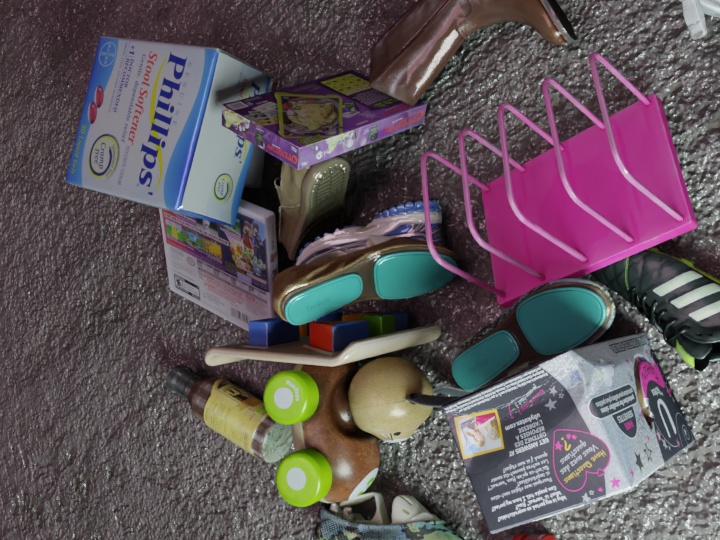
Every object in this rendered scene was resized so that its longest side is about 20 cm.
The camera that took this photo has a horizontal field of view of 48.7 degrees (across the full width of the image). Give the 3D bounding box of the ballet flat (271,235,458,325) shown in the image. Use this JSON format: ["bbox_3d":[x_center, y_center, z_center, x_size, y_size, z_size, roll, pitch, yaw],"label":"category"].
[{"bbox_3d":[0.000,0.000,0.819,0.072,0.199,0.068,-125,23,-48],"label":"ballet flat"}]

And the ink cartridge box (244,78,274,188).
[{"bbox_3d":[-0.221,-0.195,1.055,0.199,0.083,0.146,13,98,34],"label":"ink cartridge box"}]

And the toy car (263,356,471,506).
[{"bbox_3d":[0.027,0.157,0.842,0.199,0.164,0.159,-13,82,22],"label":"toy car"}]

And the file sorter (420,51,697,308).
[{"bbox_3d":[0.167,-0.080,0.720,0.199,0.125,0.140,-28,53,37],"label":"file sorter"}]

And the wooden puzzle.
[{"bbox_3d":[-0.040,0.069,0.861,0.199,0.185,0.047,-6,90,35],"label":"wooden puzzle"}]

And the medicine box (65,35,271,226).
[{"bbox_3d":[-0.227,-0.165,0.935,0.199,0.103,0.184,14,91,32],"label":"medicine box"}]

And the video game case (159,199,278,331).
[{"bbox_3d":[-0.181,-0.020,1.015,0.199,0.023,0.183,24,129,32],"label":"video game case"}]

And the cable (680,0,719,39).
[{"bbox_3d":[0.332,-0.308,0.651,0.199,0.069,0.201,-24,89,20],"label":"cable"}]

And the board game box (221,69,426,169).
[{"bbox_3d":[-0.036,-0.168,0.857,0.120,0.199,0.032,29,129,34],"label":"board game box"}]

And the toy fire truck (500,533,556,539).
[{"bbox_3d":[0.147,0.372,0.809,0.140,0.049,0.202,-14,81,35],"label":"toy fire truck"}]

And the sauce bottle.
[{"bbox_3d":[-0.175,0.178,1.030,0.199,0.065,0.065,23,102,32],"label":"sauce bottle"}]

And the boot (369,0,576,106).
[{"bbox_3d":[0.104,-0.232,0.832,0.200,0.064,0.187,-43,53,21],"label":"boot"}]

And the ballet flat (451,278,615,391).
[{"bbox_3d":[0.171,0.058,0.772,0.200,0.074,0.075,-33,71,43],"label":"ballet flat"}]

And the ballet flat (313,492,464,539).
[{"bbox_3d":[0.029,0.280,0.877,0.199,0.074,0.075,-9,84,31],"label":"ballet flat"}]

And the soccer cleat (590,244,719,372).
[{"bbox_3d":[0.283,0.036,0.697,0.199,0.068,0.081,25,73,32],"label":"soccer cleat"}]

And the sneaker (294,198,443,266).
[{"bbox_3d":[0.008,-0.011,0.898,0.199,0.077,0.086,-21,81,34],"label":"sneaker"}]

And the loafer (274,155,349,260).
[{"bbox_3d":[-0.058,-0.082,0.903,0.068,0.076,0.200,54,152,18],"label":"loafer"}]

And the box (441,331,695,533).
[{"bbox_3d":[0.188,0.134,0.691,0.132,0.199,0.115,-30,74,32],"label":"box"}]
